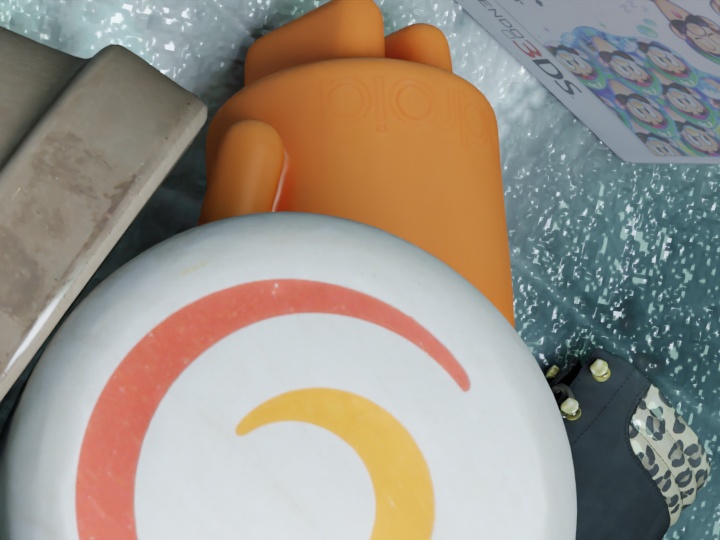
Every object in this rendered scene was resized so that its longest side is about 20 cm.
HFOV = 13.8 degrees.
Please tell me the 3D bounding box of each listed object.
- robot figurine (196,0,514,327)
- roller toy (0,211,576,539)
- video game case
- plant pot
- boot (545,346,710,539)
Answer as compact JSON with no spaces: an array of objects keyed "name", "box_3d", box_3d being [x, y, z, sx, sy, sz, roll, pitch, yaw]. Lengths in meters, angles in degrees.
[{"name":"robot figurine","box_3d":[-0.002,0.000,1.121,0.116,0.144,0.201,-6,68,4]},{"name":"roller toy","box_3d":[-0.028,0.081,0.978,0.199,0.140,0.184,11,79,-9]},{"name":"video game case","box_3d":[0.114,-0.100,1.144,0.182,0.200,0.024,41,69,-29]},{"name":"plant pot","box_3d":[-0.176,-0.025,1.003,0.174,0.200,0.201,37,80,-5]},{"name":"boot","box_3d":[0.044,0.083,1.221,0.204,0.073,0.154,45,68,-21]}]
